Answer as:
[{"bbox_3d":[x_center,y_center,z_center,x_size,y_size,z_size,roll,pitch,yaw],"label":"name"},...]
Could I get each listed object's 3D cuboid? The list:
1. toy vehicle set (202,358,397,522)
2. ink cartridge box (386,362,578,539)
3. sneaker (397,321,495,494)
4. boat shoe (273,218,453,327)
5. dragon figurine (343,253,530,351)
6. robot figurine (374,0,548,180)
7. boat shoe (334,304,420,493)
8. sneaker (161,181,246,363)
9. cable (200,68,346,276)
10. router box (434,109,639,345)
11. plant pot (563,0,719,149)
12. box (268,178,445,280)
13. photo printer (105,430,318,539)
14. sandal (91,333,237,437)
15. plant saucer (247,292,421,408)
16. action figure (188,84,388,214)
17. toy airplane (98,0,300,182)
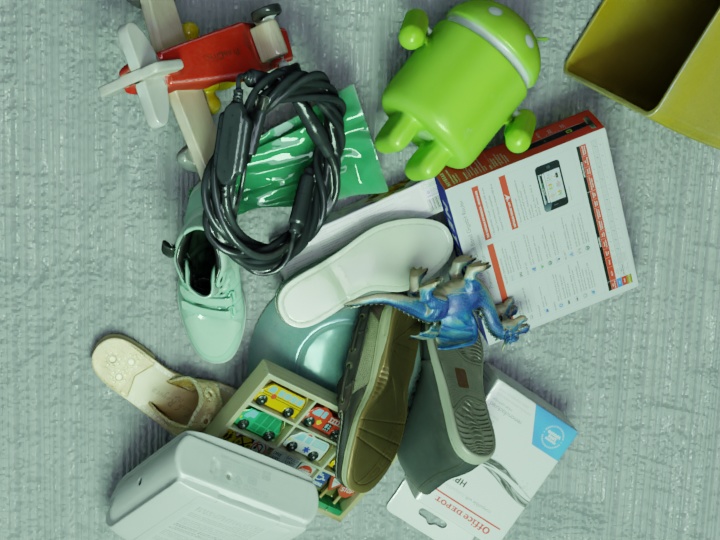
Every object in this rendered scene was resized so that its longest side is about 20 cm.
[{"bbox_3d":[-0.060,0.181,1.668,0.199,0.027,0.125,28,111,-32],"label":"toy vehicle set"},{"bbox_3d":[0.131,0.218,1.732,0.115,0.067,0.201,32,97,-16],"label":"ink cartridge box"},{"bbox_3d":[0.075,0.128,1.671,0.074,0.202,0.106,18,140,-32],"label":"sneaker"},{"bbox_3d":[0.000,0.000,1.638,0.198,0.062,0.073,-25,96,-13],"label":"boat shoe"},{"bbox_3d":[0.085,0.046,1.598,0.198,0.059,0.101,-17,109,-27],"label":"dragon figurine"},{"bbox_3d":[0.100,-0.185,1.592,0.175,0.116,0.200,41,81,-9],"label":"robot figurine"},{"bbox_3d":[0.009,0.127,1.628,0.073,0.064,0.202,33,68,-45],"label":"boat shoe"},{"bbox_3d":[-0.159,0.023,1.592,0.073,0.119,0.203,3,117,6],"label":"sneaker"},{"bbox_3d":[-0.081,-0.095,1.532,0.162,0.050,0.202,-7,109,-47],"label":"cable"},{"bbox_3d":[0.186,-0.043,1.659,0.178,0.049,0.202,-20,122,-5],"label":"router box"},{"bbox_3d":[0.359,-0.223,1.607,0.175,0.200,0.201,29,98,-27],"label":"plant pot"},{"bbox_3d":[0.002,-0.050,1.657,0.198,0.039,0.042,-25,106,-3],"label":"box"},{"bbox_3d":[-0.160,0.245,1.636,0.165,0.200,0.070,24,54,-22],"label":"photo printer"},{"bbox_3d":[-0.188,0.142,1.654,0.211,0.070,0.078,32,98,-15],"label":"sandal"},{"bbox_3d":[-0.020,0.100,1.691,0.198,0.039,0.204,-2,104,-9],"label":"plant saucer"},{"bbox_3d":[-0.083,-0.106,1.620,0.198,0.055,0.119,-18,108,2],"label":"action figure"},{"bbox_3d":[-0.172,-0.191,1.539,0.198,0.141,0.202,32,64,-28],"label":"toy airplane"}]
